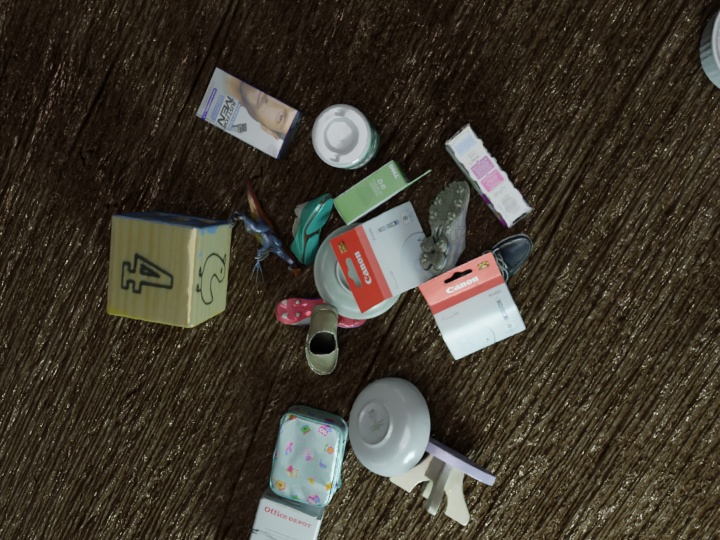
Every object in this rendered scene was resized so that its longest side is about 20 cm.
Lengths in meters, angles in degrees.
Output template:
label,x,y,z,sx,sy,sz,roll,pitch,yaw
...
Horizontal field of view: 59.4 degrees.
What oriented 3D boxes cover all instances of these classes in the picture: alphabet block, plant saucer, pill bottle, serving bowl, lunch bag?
label,x,y,z,sx,sy,sz,roll,pitch,yaw
alphabet block,-0.396,-0.010,1.325,0.192,0.195,0.204,8,99,9
plant saucer,0.000,0.000,1.310,0.196,0.050,0.205,0,87,-3
pill bottle,-0.021,-0.255,1.230,0.111,0.200,0.116,1,98,9
serving bowl,0.046,0.319,1.306,0.198,0.065,0.204,-16,64,36
lunch bag,-0.110,0.410,1.391,0.157,0.077,0.204,12,99,6

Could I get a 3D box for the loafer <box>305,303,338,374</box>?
label,x,y,z,sx,sy,sz,roll,pitch,yaw
loafer,-0.083,0.157,1.318,0.074,0.069,0.202,4,133,1

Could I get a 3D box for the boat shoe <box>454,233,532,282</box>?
label,x,y,z,sx,sy,sz,roll,pitch,yaw
boat shoe,0.266,-0.004,1.287,0.198,0.062,0.076,-32,90,11

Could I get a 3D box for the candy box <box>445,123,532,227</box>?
label,x,y,z,sx,sy,sz,roll,pitch,yaw
candy box,0.246,-0.183,1.230,0.061,0.136,0.201,-38,91,10

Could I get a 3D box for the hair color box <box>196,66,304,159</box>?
label,x,y,z,sx,sy,sz,roll,pitch,yaw
hair color box,-0.231,-0.328,1.324,0.197,0.065,0.111,28,100,3

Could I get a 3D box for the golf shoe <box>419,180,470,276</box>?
label,x,y,z,sx,sy,sz,roll,pitch,yaw
golf shoe,0.184,-0.082,1.294,0.077,0.097,0.203,13,78,42

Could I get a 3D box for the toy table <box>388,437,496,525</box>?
label,x,y,z,sx,sy,sz,roll,pitch,yaw
toy table,0.167,0.430,1.309,0.198,0.184,0.119,28,85,16

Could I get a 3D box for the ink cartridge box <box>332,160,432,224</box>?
label,x,y,z,sx,sy,sz,roll,pitch,yaw
ink cartridge box,0.046,-0.173,1.278,0.198,0.104,0.060,-32,92,12

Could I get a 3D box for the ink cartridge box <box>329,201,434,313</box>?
label,x,y,z,sx,sy,sz,roll,pitch,yaw
ink cartridge box,0.053,-0.029,1.265,0.198,0.047,0.162,-27,95,-34

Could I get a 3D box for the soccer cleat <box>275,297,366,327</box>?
label,x,y,z,sx,sy,sz,roll,pitch,yaw
soccer cleat,-0.085,0.091,1.360,0.196,0.077,0.068,2,77,-9

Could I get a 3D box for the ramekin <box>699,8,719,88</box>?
label,x,y,z,sx,sy,sz,roll,pitch,yaw
ramekin,0.724,-0.417,1.145,0.196,0.098,0.205,1,98,9

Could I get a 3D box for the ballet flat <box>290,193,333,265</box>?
label,x,y,z,sx,sy,sz,roll,pitch,yaw
ballet flat,-0.110,-0.095,1.293,0.070,0.067,0.201,42,141,17

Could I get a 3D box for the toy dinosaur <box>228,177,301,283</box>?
label,x,y,z,sx,sy,sz,roll,pitch,yaw
toy dinosaur,-0.191,-0.071,1.341,0.179,0.105,0.203,24,84,-18

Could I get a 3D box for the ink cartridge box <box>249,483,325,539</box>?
label,x,y,z,sx,sy,sz,roll,pitch,yaw
ink cartridge box,-0.173,0.605,1.422,0.143,0.083,0.204,17,99,7

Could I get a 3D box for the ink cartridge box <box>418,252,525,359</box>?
label,x,y,z,sx,sy,sz,roll,pitch,yaw
ink cartridge box,0.223,0.075,1.252,0.158,0.048,0.201,-25,130,11
